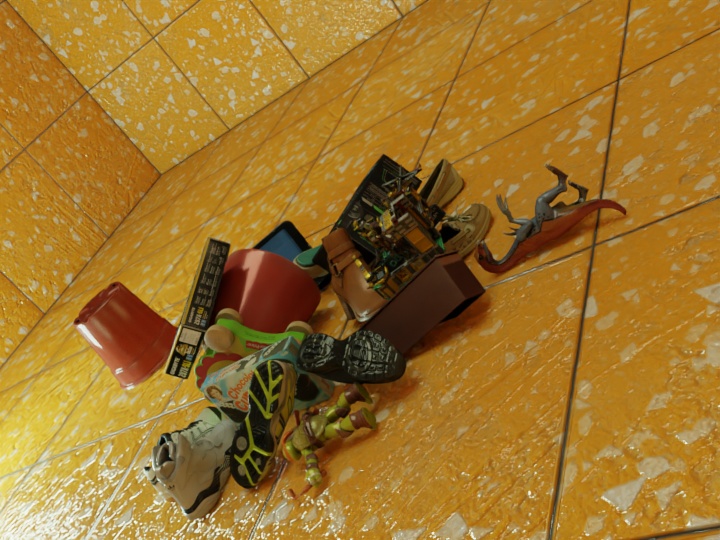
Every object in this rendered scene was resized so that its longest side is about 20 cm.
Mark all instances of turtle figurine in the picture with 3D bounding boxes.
[{"bbox_3d":[-0.057,0.226,1.249,0.161,0.065,0.200,-35,22,13],"label":"turtle figurine"}]

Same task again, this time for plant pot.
[{"bbox_3d":[-0.194,0.089,1.600,0.200,0.200,0.178,-16,42,46],"label":"plant pot"},{"bbox_3d":[-0.565,0.145,2.066,0.200,0.196,0.201,-33,23,16],"label":"plant pot"}]

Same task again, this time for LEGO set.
[{"bbox_3d":[0.042,-0.068,1.332,0.153,0.116,0.201,-30,35,26],"label":"LEGO set"}]

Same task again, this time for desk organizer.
[{"bbox_3d":[0.088,0.063,1.304,0.200,0.077,0.071,-45,-18,32],"label":"desk organizer"}]

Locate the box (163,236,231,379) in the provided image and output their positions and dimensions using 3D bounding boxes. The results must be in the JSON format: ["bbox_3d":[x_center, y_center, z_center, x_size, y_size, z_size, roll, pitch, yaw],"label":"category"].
[{"bbox_3d":[-0.287,0.067,1.523,0.160,0.049,0.201,118,166,-48],"label":"box"}]

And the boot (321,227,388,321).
[{"bbox_3d":[0.000,0.000,1.437,0.076,0.157,0.200,-21,4,-18],"label":"boot"}]

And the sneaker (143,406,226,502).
[{"bbox_3d":[-0.300,0.296,1.487,0.075,0.088,0.201,-27,24,33],"label":"sneaker"}]

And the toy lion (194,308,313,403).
[{"bbox_3d":[-0.183,0.168,1.459,0.198,0.193,0.069,9,32,8],"label":"toy lion"}]

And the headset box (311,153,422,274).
[{"bbox_3d":[0.006,-0.086,1.615,0.201,0.092,0.174,-59,6,-25],"label":"headset box"}]

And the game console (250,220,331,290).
[{"bbox_3d":[-0.178,0.017,1.782,0.200,0.117,0.176,-40,21,1],"label":"game console"}]

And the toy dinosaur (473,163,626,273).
[{"bbox_3d":[0.254,-0.063,1.274,0.182,0.105,0.200,-59,33,7],"label":"toy dinosaur"}]

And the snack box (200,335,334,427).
[{"bbox_3d":[-0.153,0.189,1.409,0.199,0.116,0.037,-27,25,31],"label":"snack box"}]

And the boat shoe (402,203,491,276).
[{"bbox_3d":[0.147,-0.049,1.444,0.200,0.063,0.073,-51,24,-24],"label":"boat shoe"}]

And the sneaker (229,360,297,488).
[{"bbox_3d":[-0.138,0.236,1.313,0.075,0.076,0.202,22,96,29],"label":"sneaker"}]

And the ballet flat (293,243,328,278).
[{"bbox_3d":[-0.049,-0.034,1.718,0.199,0.070,0.069,-26,15,-25],"label":"ballet flat"}]

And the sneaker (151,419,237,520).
[{"bbox_3d":[-0.264,0.292,1.396,0.075,0.115,0.201,-28,25,27],"label":"sneaker"}]

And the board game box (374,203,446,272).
[{"bbox_3d":[0.082,-0.050,1.493,0.136,0.028,0.200,-50,2,-3],"label":"board game box"}]

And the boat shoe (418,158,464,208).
[{"bbox_3d":[0.117,-0.126,1.640,0.201,0.063,0.073,-47,22,-16],"label":"boat shoe"}]

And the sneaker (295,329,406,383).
[{"bbox_3d":[-0.003,0.136,1.291,0.199,0.091,0.077,4,67,44],"label":"sneaker"}]
